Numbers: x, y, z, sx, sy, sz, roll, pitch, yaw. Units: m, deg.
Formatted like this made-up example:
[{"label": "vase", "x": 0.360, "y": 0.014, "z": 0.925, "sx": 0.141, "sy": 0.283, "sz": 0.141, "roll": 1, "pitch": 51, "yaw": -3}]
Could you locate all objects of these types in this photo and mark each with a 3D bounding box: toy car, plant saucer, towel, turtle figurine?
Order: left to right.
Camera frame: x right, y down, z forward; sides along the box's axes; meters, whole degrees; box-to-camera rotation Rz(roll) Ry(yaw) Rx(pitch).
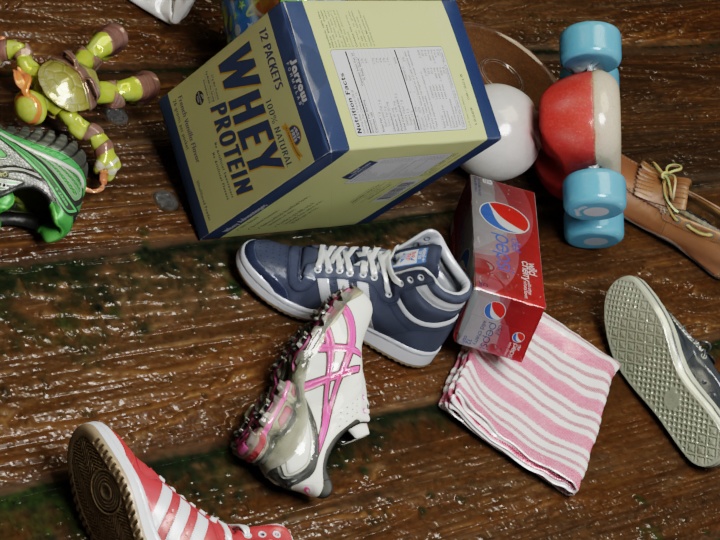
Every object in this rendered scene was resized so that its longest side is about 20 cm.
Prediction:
[{"label": "turtle figurine", "x": -0.254, "y": -0.164, "z": 1.646, "sx": 0.200, "sy": 0.064, "sz": 0.161, "roll": 43, "pitch": 39, "yaw": 8}, {"label": "plant saucer", "x": 0.141, "y": -0.192, "z": 2.006, "sx": 0.199, "sy": 0.035, "sz": 0.201, "roll": 22, "pitch": 41, "yaw": -20}, {"label": "toy car", "x": 0.158, "y": -0.129, "z": 1.885, "sx": 0.198, "sy": 0.177, "sz": 0.186, "roll": -1, "pitch": 73, "yaw": 6}, {"label": "towel", "x": 0.158, "y": 0.100, "z": 1.724, "sx": 0.146, "sy": 0.030, "sz": 0.200, "roll": 35, "pitch": 38, "yaw": -4}]

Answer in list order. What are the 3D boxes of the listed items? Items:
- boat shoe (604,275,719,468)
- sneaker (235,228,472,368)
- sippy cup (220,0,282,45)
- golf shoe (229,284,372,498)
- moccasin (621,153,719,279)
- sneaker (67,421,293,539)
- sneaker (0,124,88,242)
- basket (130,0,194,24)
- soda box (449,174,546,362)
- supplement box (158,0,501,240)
[{"label": "boat shoe", "x": 0.296, "y": 0.094, "z": 1.806, "sx": 0.062, "sy": 0.075, "sz": 0.201, "roll": -9, "pitch": 62, "yaw": -49}, {"label": "sneaker", "x": 0.000, "y": 0.000, "z": 1.639, "sx": 0.199, "sy": 0.109, "sz": 0.070, "roll": 25, "pitch": 39, "yaw": -14}, {"label": "sippy cup", "x": -0.071, "y": -0.239, "z": 1.770, "sx": 0.139, "sy": 0.177, "sz": 0.131, "roll": -10, "pitch": 79, "yaw": -42}, {"label": "golf shoe", "x": -0.030, "y": 0.098, "z": 1.550, "sx": 0.092, "sy": 0.073, "sz": 0.201, "roll": 37, "pitch": 50, "yaw": -10}, {"label": "moccasin", "x": 0.322, "y": -0.071, "z": 1.984, "sx": 0.201, "sy": 0.078, "sz": 0.074, "roll": 37, "pitch": 38, "yaw": 0}, {"label": "sneaker", "x": -0.124, "y": 0.185, "z": 1.386, "sx": 0.112, "sy": 0.071, "sz": 0.201, "roll": -21, "pitch": 73, "yaw": -43}, {"label": "sneaker", "x": -0.308, "y": -0.082, "z": 1.511, "sx": 0.199, "sy": 0.078, "sz": 0.086, "roll": 16, "pitch": 47, "yaw": -23}, {"label": "basket", "x": -0.207, "y": -0.356, "z": 1.823, "sx": 0.199, "sy": 0.136, "sz": 0.124, "roll": 35, "pitch": 36, "yaw": -2}, {"label": "soda box", "x": 0.123, "y": -0.005, "z": 1.743, "sx": 0.070, "sy": 0.064, "sz": 0.200, "roll": 16, "pitch": 32, "yaw": -8}, {"label": "supplement box", "x": -0.028, "y": -0.130, "z": 1.656, "sx": 0.199, "sy": 0.200, "sz": 0.135, "roll": -7, "pitch": 73, "yaw": -42}]
